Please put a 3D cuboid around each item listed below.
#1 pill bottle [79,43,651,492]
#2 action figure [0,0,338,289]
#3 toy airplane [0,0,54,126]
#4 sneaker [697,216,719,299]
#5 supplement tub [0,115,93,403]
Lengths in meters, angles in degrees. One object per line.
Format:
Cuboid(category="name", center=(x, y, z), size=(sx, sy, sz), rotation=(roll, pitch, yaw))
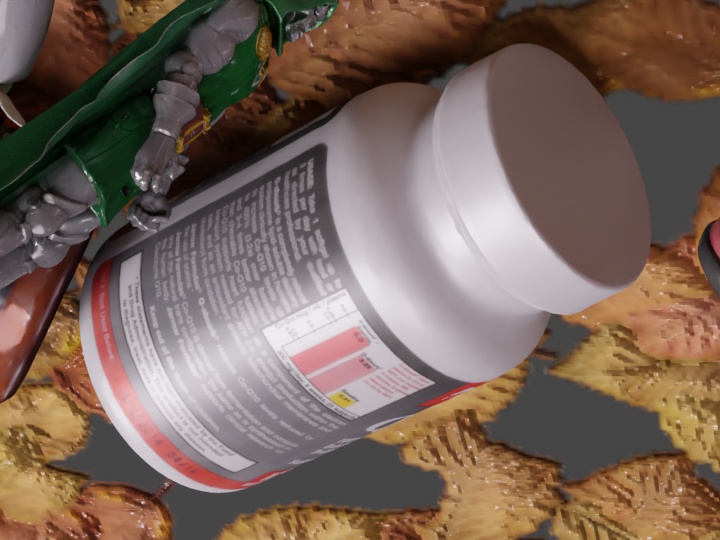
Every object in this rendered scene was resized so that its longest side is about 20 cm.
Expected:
Cuboid(category="pill bottle", center=(0.000, 0.000, 0.819), size=(0.200, 0.116, 0.116), rotation=(-26, 123, 34))
Cuboid(category="action figure", center=(-0.084, -0.042, 0.765), size=(0.055, 0.200, 0.118), rotation=(45, 165, 6))
Cuboid(category="toy airplane", center=(-0.174, -0.096, 0.701), size=(0.141, 0.200, 0.199), rotation=(54, 164, 18))
Cuboid(category="sneaker", center=(0.224, -0.006, 0.803), size=(0.199, 0.074, 0.087), rotation=(11, 126, -7))
Cuboid(category="supplement tub", center=(-0.205, -0.033, 0.844), size=(0.199, 0.107, 0.107), rotation=(25, 135, -9))
